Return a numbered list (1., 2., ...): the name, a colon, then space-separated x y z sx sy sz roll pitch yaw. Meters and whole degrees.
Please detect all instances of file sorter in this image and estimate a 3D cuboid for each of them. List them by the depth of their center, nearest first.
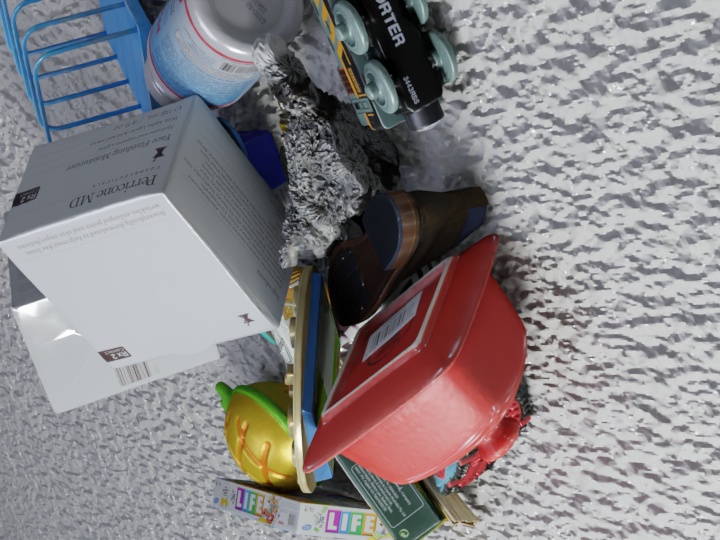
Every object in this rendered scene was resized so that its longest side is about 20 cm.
1. file sorter: -0.285 -0.229 1.815 0.201 0.121 0.140 -119 19 -44

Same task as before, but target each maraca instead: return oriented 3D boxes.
1. maraca: -0.101 0.180 2.001 0.138 0.107 0.199 60 159 -19

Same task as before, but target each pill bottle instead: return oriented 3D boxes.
1. pill bottle: -0.132 -0.212 1.645 0.109 0.108 0.200 58 153 1

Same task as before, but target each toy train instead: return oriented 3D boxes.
1. toy train: 0.006 -0.204 1.453 0.202 0.085 0.114 64 162 -11

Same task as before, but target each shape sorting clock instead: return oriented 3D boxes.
1. shape sorting clock: -0.048 0.096 1.607 0.200 0.039 0.203 -2 -90 -82

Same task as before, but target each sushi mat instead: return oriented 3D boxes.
1. sushi mat: 0.046 0.169 1.782 0.201 0.012 0.096 54 -171 15

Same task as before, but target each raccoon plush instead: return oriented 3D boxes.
1. raccoon plush: -0.055 -0.101 1.590 0.134 0.097 0.201 -33 92 35

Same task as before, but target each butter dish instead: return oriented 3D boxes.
1. butter dish: 0.072 0.102 1.519 0.148 0.200 0.200 41 126 -13

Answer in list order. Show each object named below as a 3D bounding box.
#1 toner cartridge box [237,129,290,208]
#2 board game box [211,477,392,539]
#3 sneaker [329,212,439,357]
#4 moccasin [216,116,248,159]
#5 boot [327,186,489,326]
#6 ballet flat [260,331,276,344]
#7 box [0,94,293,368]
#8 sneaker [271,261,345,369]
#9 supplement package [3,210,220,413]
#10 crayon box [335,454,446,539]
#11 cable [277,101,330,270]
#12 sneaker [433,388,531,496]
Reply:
1. toner cartridge box: -0.139 -0.091 1.855 0.199 0.043 0.096 4 119 59
2. board game box: -0.060 0.264 1.995 0.199 0.133 0.035 4 85 58
3. sneaker: 0.000 0.000 1.693 0.116 0.075 0.200 59 144 10
4. moccasin: -0.171 -0.092 1.785 0.081 0.068 0.200 60 153 1
5. boot: 0.039 -0.011 1.558 0.075 0.096 0.200 69 154 17
6. ballet flat: -0.118 0.024 1.887 0.073 0.073 0.200 41 -176 31
7. box: -0.194 -0.031 1.695 0.197 0.132 0.200 -14 133 27
8. sneaker: -0.053 0.070 1.863 0.088 0.075 0.202 -135 29 -57
9. supplement package: -0.272 0.016 1.959 0.201 0.189 0.148 -113 6 -56
10. crayon box: 0.032 0.211 1.805 0.126 0.051 0.200 54 180 9
11. cable: -0.035 -0.070 1.712 0.097 0.050 0.201 43 159 40
12. sneaker: 0.087 0.137 1.663 0.096 0.079 0.200 54 153 14
